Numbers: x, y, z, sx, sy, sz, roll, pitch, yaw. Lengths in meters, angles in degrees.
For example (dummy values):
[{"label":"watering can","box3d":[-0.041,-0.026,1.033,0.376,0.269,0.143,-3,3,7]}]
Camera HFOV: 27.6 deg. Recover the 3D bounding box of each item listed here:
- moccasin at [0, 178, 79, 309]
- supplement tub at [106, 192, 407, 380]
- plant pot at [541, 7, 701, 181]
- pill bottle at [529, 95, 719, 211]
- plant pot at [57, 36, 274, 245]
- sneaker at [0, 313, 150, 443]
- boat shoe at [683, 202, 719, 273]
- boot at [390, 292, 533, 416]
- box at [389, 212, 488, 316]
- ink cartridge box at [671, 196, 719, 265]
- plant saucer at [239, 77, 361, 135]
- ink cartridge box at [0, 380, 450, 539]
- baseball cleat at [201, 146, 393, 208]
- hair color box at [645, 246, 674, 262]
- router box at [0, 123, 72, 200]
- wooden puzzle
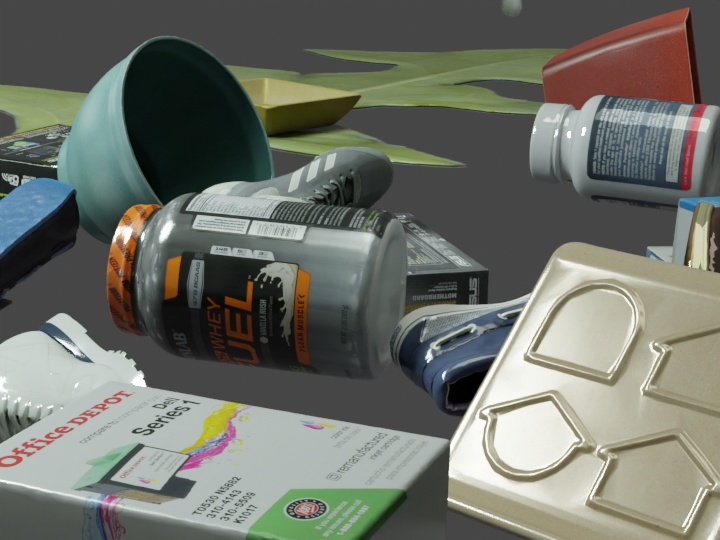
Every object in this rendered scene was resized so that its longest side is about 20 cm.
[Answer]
[{"label":"moccasin","box3d":[-0.287,0.008,1.121,0.080,0.068,0.200,30,52,35]},{"label":"supplement tub","box3d":[-0.073,0.009,1.059,0.199,0.123,0.123,5,16,14]},{"label":"plant pot","box3d":[0.319,-0.198,1.770,0.175,0.201,0.200,-6,13,16]},{"label":"pill bottle","box3d":[0.296,-0.133,1.631,0.199,0.120,0.120,9,17,22]},{"label":"plant pot","box3d":[-0.193,-0.098,1.356,0.134,0.201,0.200,-20,1,33]},{"label":"sneaker","box3d":[-0.178,0.087,0.884,0.080,0.077,0.200,-20,20,-28]},{"label":"boat shoe","box3d":[0.234,0.048,0.898,0.072,0.072,0.201,1,55,6]},{"label":"boot","box3d":[0.127,0.060,1.028,0.199,0.073,0.090,-10,27,-17]},{"label":"box","box3d":[0.000,0.000,1.240,0.158,0.049,0.200,-4,16,-17]},{"label":"ink cartridge box","box3d":[0.333,0.029,0.998,0.199,0.145,0.147,-4,15,-23]},{"label":"plant saucer","box3d":[-0.134,-0.230,2.063,0.199,0.049,0.200,16,20,39]},{"label":"ink cartridge box","box3d":[-0.074,0.125,0.705,0.199,0.084,0.145,8,16,21]},{"label":"baseball cleat","box3d":[-0.040,-0.050,1.228,0.199,0.070,0.106,-20,30,-28]},{"label":"hair color box","box3d":[0.340,0.020,1.192,0.199,0.061,0.100,0,15,-10]},{"label":"router box","box3d":[-0.319,-0.105,1.551,0.149,0.062,0.200,10,17,25]},{"label":"wooden puzzle","box3d":[0.155,0.081,0.838,0.185,0.046,0.200,15,61,40]}]
